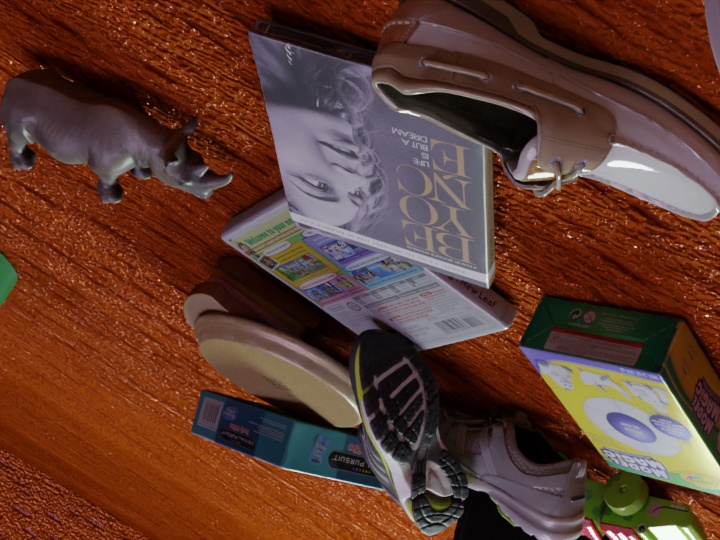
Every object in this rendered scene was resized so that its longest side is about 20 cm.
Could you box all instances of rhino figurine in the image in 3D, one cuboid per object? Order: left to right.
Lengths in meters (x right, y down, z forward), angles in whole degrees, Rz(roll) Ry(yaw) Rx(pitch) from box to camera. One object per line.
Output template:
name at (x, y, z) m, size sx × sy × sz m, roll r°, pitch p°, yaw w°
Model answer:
rhino figurine at (-0.182, -0.094, 1.003) m, size 0.199 × 0.060 × 0.088 m, roll 18°, pitch 146°, yaw 19°

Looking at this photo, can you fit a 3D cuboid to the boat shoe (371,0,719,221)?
boat shoe at (0.097, -0.072, 0.687) m, size 0.199 × 0.069 × 0.075 m, roll 29°, pitch 159°, yaw 2°

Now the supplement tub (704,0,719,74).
supplement tub at (0.205, -0.104, 0.374) m, size 0.144 × 0.145 × 0.200 m, roll 33°, pitch 159°, yaw -9°

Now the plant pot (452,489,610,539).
plant pot at (0.180, 0.349, 1.376) m, size 0.199 × 0.178 × 0.200 m, roll 20°, pitch 156°, yaw 26°

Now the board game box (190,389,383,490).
board game box at (-0.043, 0.172, 1.334) m, size 0.199 × 0.047 × 0.150 m, roll 20°, pitch 174°, yaw -41°

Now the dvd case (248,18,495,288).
dvd case at (0.012, -0.067, 0.847) m, size 0.148 × 0.016 × 0.201 m, roll 18°, pitch 152°, yaw 17°

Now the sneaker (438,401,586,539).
sneaker at (0.123, 0.152, 1.178) m, size 0.199 × 0.083 × 0.074 m, roll 29°, pitch -158°, yaw 37°

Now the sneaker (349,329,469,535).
sneaker at (0.024, 0.131, 1.130) m, size 0.081 × 0.074 × 0.201 m, roll 24°, pitch 139°, yaw 48°

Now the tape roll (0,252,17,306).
tape roll at (-0.497, -0.023, 1.580) m, size 0.199 × 0.048 × 0.201 m, roll 26°, pitch 159°, yaw 10°

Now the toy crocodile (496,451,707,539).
toy crocodile at (0.207, 0.208, 1.185) m, size 0.199 × 0.062 × 0.068 m, roll 9°, pitch 152°, yaw 40°

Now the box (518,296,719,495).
box at (0.205, 0.098, 0.965) m, size 0.117 × 0.049 × 0.200 m, roll 9°, pitch 153°, yaw 42°

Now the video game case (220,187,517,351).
video game case at (0.000, 0.000, 1.038) m, size 0.181 × 0.022 × 0.200 m, roll 35°, pitch 159°, yaw -15°

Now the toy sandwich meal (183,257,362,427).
toy sandwich meal at (-0.066, 0.069, 1.220) m, size 0.204 × 0.071 × 0.205 m, roll 22°, pitch 159°, yaw 9°
